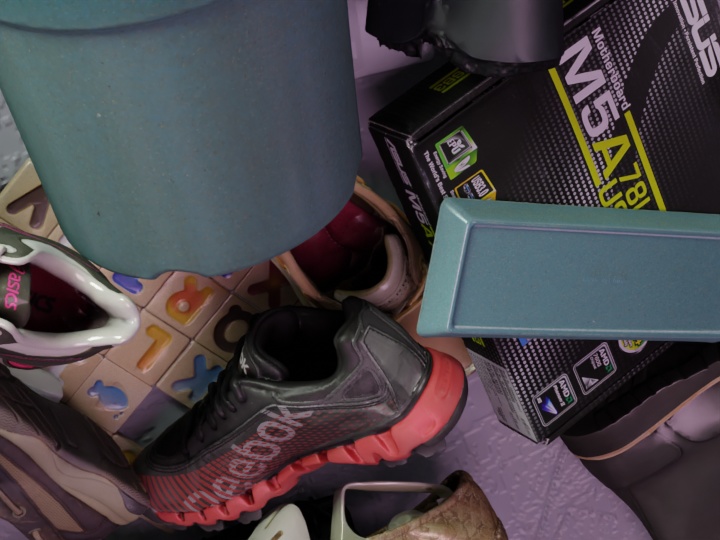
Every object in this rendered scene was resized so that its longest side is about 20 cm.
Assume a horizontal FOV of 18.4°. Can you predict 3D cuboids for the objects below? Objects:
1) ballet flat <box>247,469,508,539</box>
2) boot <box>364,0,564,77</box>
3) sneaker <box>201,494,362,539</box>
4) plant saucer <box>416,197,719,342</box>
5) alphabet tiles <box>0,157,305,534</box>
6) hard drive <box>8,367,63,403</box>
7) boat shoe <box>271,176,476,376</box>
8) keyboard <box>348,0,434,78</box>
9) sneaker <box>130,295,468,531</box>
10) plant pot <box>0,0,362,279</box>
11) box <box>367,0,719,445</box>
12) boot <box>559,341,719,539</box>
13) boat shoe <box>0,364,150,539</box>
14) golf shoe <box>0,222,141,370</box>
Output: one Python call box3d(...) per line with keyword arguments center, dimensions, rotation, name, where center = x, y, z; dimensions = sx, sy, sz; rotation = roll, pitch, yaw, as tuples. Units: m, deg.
box3d(center=(-0.016, 0.148, 1.160), dimensions=(0.200, 0.070, 0.065), rotation=(-12, 80, -31), name="ballet flat")
box3d(center=(0.089, -0.173, 1.009), dimensions=(0.076, 0.200, 0.168), rotation=(-20, 112, -54), name="boot")
box3d(center=(-0.047, 0.162, 1.212), dimensions=(0.200, 0.076, 0.091), rotation=(12, 102, -29), name="sneaker")
box3d(center=(0.119, 0.004, 1.113), dimensions=(0.200, 0.019, 0.070), rotation=(2, 105, -35), name="plant saucer")
box3d(center=(-0.123, 0.032, 1.152), dimensions=(0.200, 0.008, 0.167), rotation=(35, 102, -29), name="alphabet tiles")
box3d(center=(-0.258, 0.116, 1.137), dimensions=(0.132, 0.027, 0.200), rotation=(24, 108, -26), name="hard drive")
box3d(center=(0.000, 0.000, 1.135), dimensions=(0.200, 0.066, 0.074), rotation=(38, 91, -29), name="boat shoe")
box3d(center=(-0.003, -0.188, 1.080), dimensions=(0.056, 0.011, 0.200), rotation=(-18, 120, -14), name="keyboard")
box3d(center=(-0.049, 0.068, 1.121), dimensions=(0.200, 0.071, 0.098), rotation=(-23, 126, 29), name="sneaker")
box3d(center=(-0.087, -0.114, 0.993), dimensions=(0.200, 0.200, 0.196), rotation=(-18, 127, -8), name="plant pot")
box3d(center=(0.120, -0.044, 1.136), dimensions=(0.193, 0.047, 0.200), rotation=(-35, 121, -17), name="box")
box3d(center=(0.222, 0.075, 1.249), dimensions=(0.200, 0.078, 0.138), rotation=(-28, 125, 13), name="boot")
box3d(center=(-0.183, 0.088, 1.075), dimensions=(0.073, 0.075, 0.200), rotation=(-43, 133, 5), name="boat shoe")
box3d(center=(-0.187, -0.004, 0.963), dimensions=(0.200, 0.088, 0.077), rotation=(14, 84, -41), name="golf shoe")
